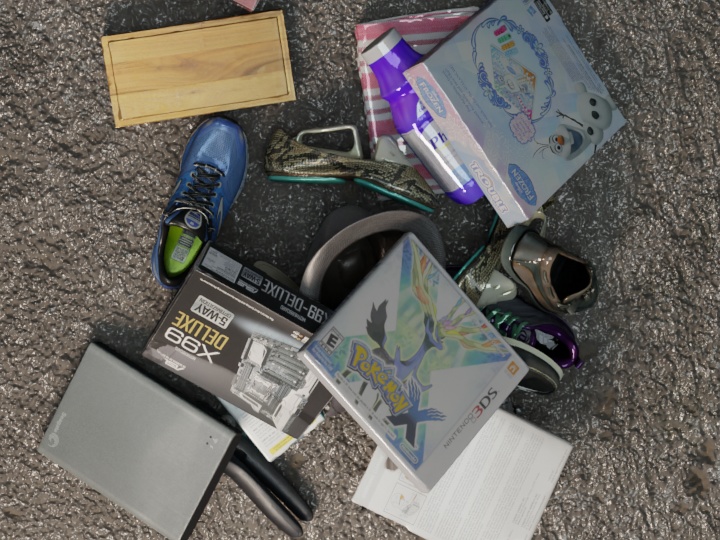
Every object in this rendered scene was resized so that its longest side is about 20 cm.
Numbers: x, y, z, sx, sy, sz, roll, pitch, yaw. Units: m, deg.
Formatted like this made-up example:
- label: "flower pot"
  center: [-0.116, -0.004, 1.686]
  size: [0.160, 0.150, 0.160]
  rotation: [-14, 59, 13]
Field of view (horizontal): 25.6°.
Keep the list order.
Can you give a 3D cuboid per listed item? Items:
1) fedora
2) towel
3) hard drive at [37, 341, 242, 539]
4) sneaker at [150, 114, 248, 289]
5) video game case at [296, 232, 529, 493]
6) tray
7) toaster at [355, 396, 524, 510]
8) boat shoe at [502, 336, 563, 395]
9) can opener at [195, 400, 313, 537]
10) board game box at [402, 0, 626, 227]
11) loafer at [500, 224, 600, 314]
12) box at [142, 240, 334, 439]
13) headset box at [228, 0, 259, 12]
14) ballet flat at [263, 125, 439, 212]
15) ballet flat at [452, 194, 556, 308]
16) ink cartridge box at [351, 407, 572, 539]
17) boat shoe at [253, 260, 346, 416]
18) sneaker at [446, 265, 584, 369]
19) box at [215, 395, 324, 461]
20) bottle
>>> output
- label: "fedora"
  center: [0.000, 0.000, 1.724]
  size: [0.176, 0.090, 0.201]
  rotation: [-25, 131, -13]
- label: "towel"
  center: [0.076, -0.182, 1.752]
  size: [0.145, 0.030, 0.202]
  rotation: [-8, 100, -3]
- label: "hard drive"
  center: [-0.244, 0.188, 1.747]
  size: [0.199, 0.033, 0.141]
  rotation: [30, 97, 16]
- label: "sneaker"
  center: [-0.172, -0.069, 1.719]
  size: [0.078, 0.089, 0.202]
  rotation: [18, 97, -9]
- label: "video game case"
  center: [0.058, 0.094, 1.638]
  size: [0.200, 0.022, 0.182]
  rotation: [48, 66, -11]
- label: "tray"
  center: [-0.175, -0.219, 1.721]
  size: [0.198, 0.037, 0.100]
  rotation: [-9, 100, -4]
- label: "toaster"
  center: [0.087, 0.193, 1.774]
  size: [0.198, 0.114, 0.131]
  rotation: [-4, 96, -6]
- label: "boat shoe"
  center: [0.126, 0.103, 1.720]
  size: [0.198, 0.072, 0.068]
  rotation: [20, 59, -17]
- label: "can opener"
  center: [-0.129, 0.224, 1.795]
  size: [0.200, 0.078, 0.064]
  rotation: [40, 55, -13]
- label: "board game box"
  center: [0.169, -0.184, 1.701]
  size: [0.199, 0.043, 0.201]
  rotation: [-42, 102, -34]
- label: "loafer"
  center: [0.219, 0.010, 1.720]
  size: [0.063, 0.200, 0.072]
  rotation: [22, 86, 36]
- label: "box"
  center: [-0.112, 0.077, 1.678]
  size: [0.199, 0.050, 0.158]
  rotation: [30, 132, -9]
- label: "headset box"
  center: [-0.165, -0.337, 1.645]
  size: [0.199, 0.149, 0.076]
  rotation: [27, 97, -8]
- label: "ballet flat"
  center: [-0.007, -0.118, 1.718]
  size: [0.198, 0.068, 0.076]
  rotation: [12, 89, 9]
- label: "ballet flat"
  center: [0.155, -0.016, 1.738]
  size: [0.075, 0.068, 0.201]
  rotation: [30, 72, 9]
- label: "ink cartridge box"
  center: [0.108, 0.215, 1.701]
  size: [0.199, 0.050, 0.162]
  rotation: [26, 88, -8]
- label: "boat shoe"
  center: [-0.070, 0.080, 1.762]
  size: [0.062, 0.073, 0.200]
  rotation: [-34, 103, 23]
- label: "sneaker"
  center: [0.159, 0.052, 1.768]
  size: [0.198, 0.088, 0.075]
  rotation: [22, 97, -8]
- label: "box"
  center: [-0.131, 0.109, 1.772]
  size: [0.082, 0.049, 0.201]
  rotation: [-37, 100, 2]
- label: "bottle"
  center: [0.078, -0.168, 1.707]
  size: [0.083, 0.065, 0.201]
  rotation: [-41, 103, -12]
